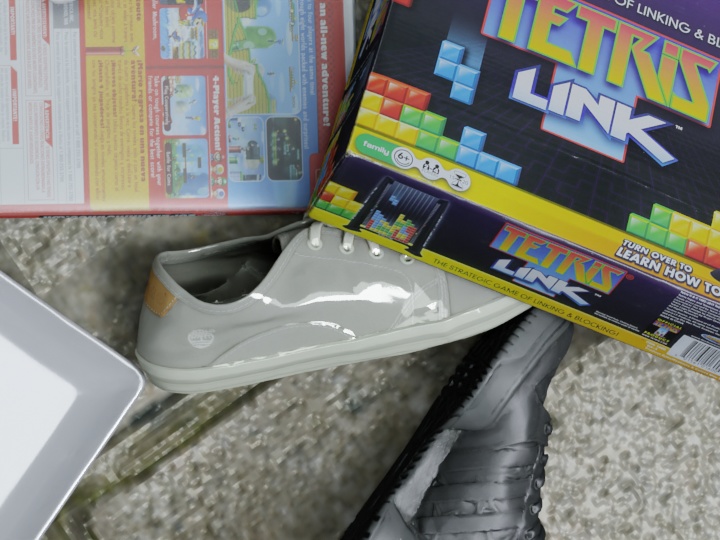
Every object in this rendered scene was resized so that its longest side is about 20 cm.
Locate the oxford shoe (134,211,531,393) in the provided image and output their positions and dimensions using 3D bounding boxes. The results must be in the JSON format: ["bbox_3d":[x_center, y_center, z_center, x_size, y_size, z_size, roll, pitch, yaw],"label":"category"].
[{"bbox_3d":[0.000,0.000,1.174,0.199,0.075,0.058,-13,115,-8],"label":"oxford shoe"}]

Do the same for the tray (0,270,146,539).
[{"bbox_3d":[-0.188,0.096,1.162,0.107,0.022,0.200,36,81,-8],"label":"tray"}]

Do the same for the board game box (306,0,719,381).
[{"bbox_3d":[0.094,-0.063,1.175,0.199,0.057,0.166,21,57,-9],"label":"board game box"}]

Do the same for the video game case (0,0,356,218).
[{"bbox_3d":[-0.101,-0.094,1.192,0.199,0.017,0.144,-1,87,-11],"label":"video game case"}]

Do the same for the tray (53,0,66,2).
[{"bbox_3d":[-0.060,-0.196,1.186,0.200,0.022,0.108,-22,80,-15],"label":"tray"}]

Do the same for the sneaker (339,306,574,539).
[{"bbox_3d":[0.056,0.116,1.191,0.104,0.060,0.200,37,84,-8],"label":"sneaker"}]
